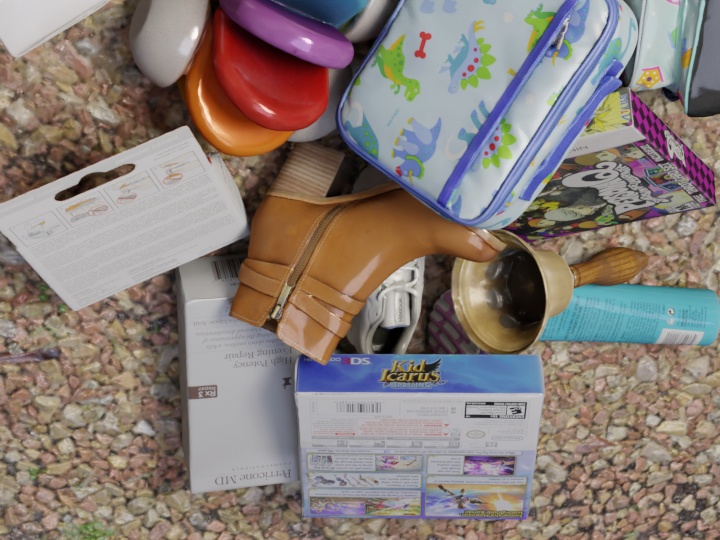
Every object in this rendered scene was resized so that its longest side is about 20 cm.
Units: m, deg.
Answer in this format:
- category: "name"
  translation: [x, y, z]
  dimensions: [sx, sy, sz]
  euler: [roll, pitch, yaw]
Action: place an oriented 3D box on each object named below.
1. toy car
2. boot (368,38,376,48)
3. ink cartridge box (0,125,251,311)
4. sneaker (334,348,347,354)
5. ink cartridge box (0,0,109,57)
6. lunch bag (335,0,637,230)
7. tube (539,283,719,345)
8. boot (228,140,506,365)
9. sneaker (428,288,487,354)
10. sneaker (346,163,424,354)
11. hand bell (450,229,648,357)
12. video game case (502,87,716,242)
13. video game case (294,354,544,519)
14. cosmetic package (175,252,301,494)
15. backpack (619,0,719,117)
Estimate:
- category: "toy car"
  translation: [-0.061, -0.174, 1.138]
  dimensions: [0.174, 0.150, 0.201]
  euler: [20, 114, -24]
- category: "boot"
  translation: [0.104, -0.142, 1.261]
  dimensions: [0.131, 0.070, 0.200]
  euler: [-37, 112, 13]
- category: "ink cartridge box"
  translation: [-0.180, -0.051, 1.189]
  dimensions: [0.161, 0.057, 0.200]
  euler: [-23, 152, 1]
- category: "sneaker"
  translation: [-0.005, 0.151, 1.403]
  dimensions: [0.081, 0.077, 0.200]
  euler: [-30, 123, 14]
- category: "ink cartridge box"
  translation: [-0.235, -0.249, 1.015]
  dimensions: [0.085, 0.201, 0.148]
  euler: [-30, 124, 4]
- category: "lunch bag"
  translation: [0.091, -0.139, 1.119]
  dimensions: [0.201, 0.161, 0.082]
  euler: [-55, 158, 13]
- category: "tube"
  translation: [0.221, 0.038, 1.410]
  dimensions: [0.198, 0.051, 0.078]
  euler: [3, 123, -12]
- category: "boot"
  translation: [0.000, 0.000, 1.214]
  dimensions: [0.198, 0.077, 0.157]
  euler: [22, 87, 15]
- category: "sneaker"
  translation: [0.111, 0.093, 1.400]
  dimensions: [0.088, 0.081, 0.202]
  euler: [-13, 129, -15]
- category: "sneaker"
  translation: [0.030, -0.002, 1.308]
  dimensions: [0.074, 0.087, 0.202]
  euler: [-3, 121, -11]
- category: "hand bell"
  translation: [0.180, 0.006, 1.338]
  dimensions: [0.199, 0.104, 0.105]
  euler: [-10, 129, -44]
- category: "video game case"
  translation: [0.161, -0.076, 1.230]
  dimensions: [0.180, 0.036, 0.200]
  euler: [-10, 161, 27]
- category: "video game case"
  translation: [0.047, 0.140, 1.313]
  dimensions: [0.198, 0.046, 0.182]
  euler: [1, 138, 1]
- category: "cosmetic package"
  translation: [-0.102, 0.087, 1.337]
  dimensions: [0.101, 0.074, 0.202]
  euler: [-6, 121, -10]
- category: "backpack"
  translation: [0.257, -0.214, 1.170]
  dimensions: [0.152, 0.200, 0.178]
  euler: [4, 113, 6]
